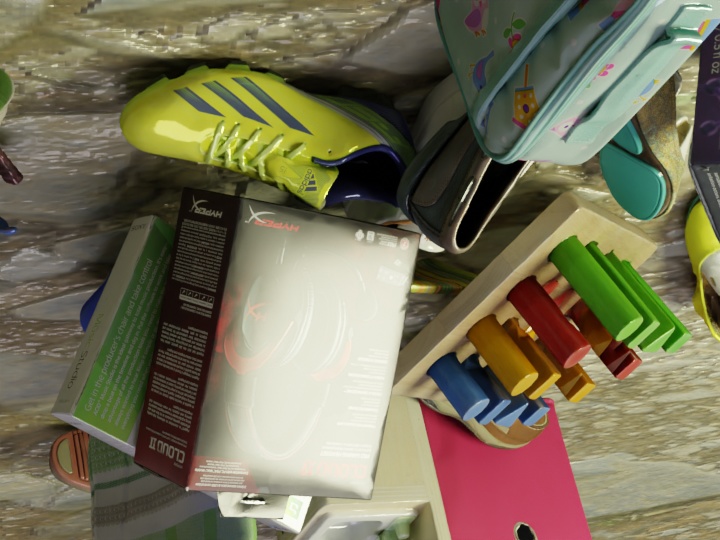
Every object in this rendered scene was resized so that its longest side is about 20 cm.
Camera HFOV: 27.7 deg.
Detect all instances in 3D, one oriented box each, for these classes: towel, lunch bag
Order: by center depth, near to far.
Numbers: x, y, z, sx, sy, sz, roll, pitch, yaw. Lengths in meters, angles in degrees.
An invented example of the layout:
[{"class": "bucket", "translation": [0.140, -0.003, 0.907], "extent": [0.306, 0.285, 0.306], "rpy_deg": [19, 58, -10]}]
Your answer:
[{"class": "lunch bag", "translation": [0.118, -0.158, 0.776], "extent": [0.076, 0.162, 0.200], "rpy_deg": [3, 148, -25]}, {"class": "towel", "translation": [0.000, 0.000, 1.074], "extent": [0.198, 0.018, 0.086], "rpy_deg": [4, -173, -36]}, {"class": "towel", "translation": [-0.154, 0.148, 1.146], "extent": [0.148, 0.202, 0.031], "rpy_deg": [-24, 141, 18]}]

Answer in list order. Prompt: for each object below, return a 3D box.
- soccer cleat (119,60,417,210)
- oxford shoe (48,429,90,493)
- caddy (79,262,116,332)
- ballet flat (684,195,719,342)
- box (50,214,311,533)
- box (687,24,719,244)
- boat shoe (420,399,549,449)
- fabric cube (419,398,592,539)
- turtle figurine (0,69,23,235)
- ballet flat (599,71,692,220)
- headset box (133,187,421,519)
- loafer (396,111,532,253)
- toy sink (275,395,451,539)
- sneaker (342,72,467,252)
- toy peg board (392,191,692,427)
[{"class": "soccer cleat", "translation": [-0.052, -0.079, 0.919], "extent": [0.198, 0.084, 0.065], "rpy_deg": [4, 146, -27]}, {"class": "oxford shoe", "translation": [-0.202, 0.188, 1.325], "extent": [0.199, 0.071, 0.074], "rpy_deg": [15, 143, -39]}, {"class": "caddy", "translation": [-0.110, 0.055, 1.066], "extent": [0.198, 0.143, 0.105], "rpy_deg": [12, 147, -37]}, {"class": "ballet flat", "translation": [0.310, 0.005, 1.218], "extent": [0.066, 0.068, 0.200], "rpy_deg": [-15, 150, 5]}, {"class": "box", "translation": [-0.097, 0.073, 0.991], "extent": [0.199, 0.146, 0.036], "rpy_deg": [34, 157, -33]}, {"class": "box", "translation": [0.312, -0.104, 0.891], "extent": [0.198, 0.149, 0.104], "rpy_deg": [-4, 148, 26]}, {"class": "boat shoe", "translation": [0.120, 0.104, 1.307], "extent": [0.073, 0.076, 0.199], "rpy_deg": [-31, 146, 24]}, {"class": "fabric cube", "translation": [0.085, 0.243, 1.400], "extent": [0.195, 0.201, 0.200], "rpy_deg": [13, 142, -35]}, {"class": "turtle figurine", "translation": [-0.277, -0.048, 0.827], "extent": [0.198, 0.145, 0.195], "rpy_deg": [-1, 145, -26]}, {"class": "ballet flat", "translation": [0.199, -0.101, 1.011], "extent": [0.070, 0.071, 0.200], "rpy_deg": [-18, 151, 10]}, {"class": "headset box", "translation": [-0.054, 0.060, 0.939], "extent": [0.147, 0.202, 0.075], "rpy_deg": [10, -178, -37]}, {"class": "loafer", "translation": [0.105, -0.095, 0.906], "extent": [0.072, 0.063, 0.201], "rpy_deg": [27, 107, -41]}, {"class": "toy sink", "translation": [-0.013, 0.187, 1.266], "extent": [0.111, 0.202, 0.131], "rpy_deg": [2, 148, -24]}, {"class": "sneaker", "translation": [0.064, -0.064, 0.992], "extent": [0.072, 0.085, 0.200], "rpy_deg": [11, 141, -32]}, {"class": "toy peg board", "translation": [0.148, 0.058, 1.117], "extent": [0.199, 0.098, 0.199], "rpy_deg": [-45, 155, 15]}]
